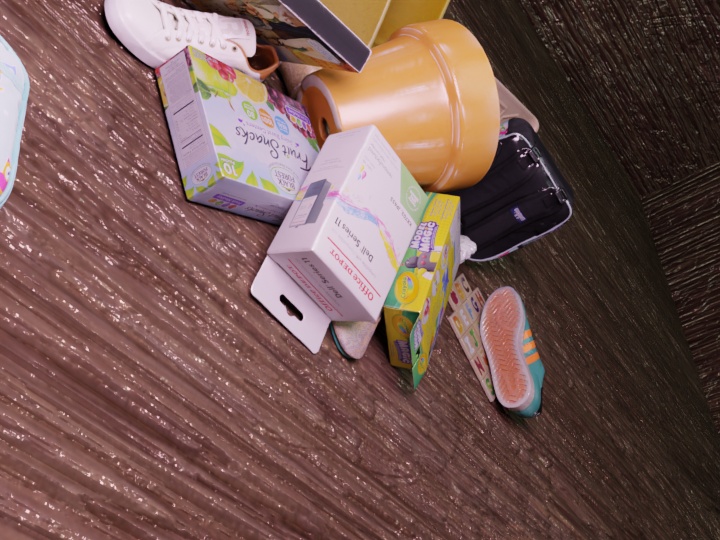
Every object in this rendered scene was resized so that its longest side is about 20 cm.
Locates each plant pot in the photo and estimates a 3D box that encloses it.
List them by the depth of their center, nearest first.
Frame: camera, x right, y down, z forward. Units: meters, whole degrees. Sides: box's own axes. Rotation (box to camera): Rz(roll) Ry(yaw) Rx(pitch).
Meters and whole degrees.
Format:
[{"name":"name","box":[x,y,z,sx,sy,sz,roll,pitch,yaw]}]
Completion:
[{"name":"plant pot","box":[0.031,-0.177,0.959,0.182,0.200,0.202,-16,77,-24]},{"name":"plant pot","box":[0.005,-0.416,1.150,0.199,0.197,0.194,31,19,18]}]

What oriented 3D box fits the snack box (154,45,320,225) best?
[{"name":"snack box","box":[-0.109,-0.125,0.836,0.199,0.053,0.144,12,57,-59]}]

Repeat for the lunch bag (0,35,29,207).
[{"name":"lunch bag","box":[-0.289,-0.116,0.460,0.200,0.077,0.162,38,36,-42]}]

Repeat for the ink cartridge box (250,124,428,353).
[{"name":"ink cartridge box","box":[-0.016,-0.029,0.818,0.117,0.067,0.201,47,55,-36]}]

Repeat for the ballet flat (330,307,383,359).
[{"name":"ballet flat","box":[0.000,0.000,0.908,0.068,0.067,0.202,35,38,-42]}]

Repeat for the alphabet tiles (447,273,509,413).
[{"name":"alphabet tiles","box":[0.184,0.105,1.224,0.201,0.006,0.166,63,26,-2]}]

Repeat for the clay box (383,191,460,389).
[{"name":"clay box","box":[0.070,0.022,0.942,0.116,0.047,0.201,81,26,-49]}]

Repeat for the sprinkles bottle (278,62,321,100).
[{"name":"sprinkles bottle","box":[-0.089,-0.305,1.024,0.068,0.068,0.202,0,67,-62]}]

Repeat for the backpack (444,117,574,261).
[{"name":"backpack","box":[0.203,-0.119,1.252,0.178,0.199,0.151,52,23,-15]}]

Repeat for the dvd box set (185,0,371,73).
[{"name":"dvd box set","box":[-0.099,-0.263,0.848,0.199,0.030,0.146,24,-7,47]}]

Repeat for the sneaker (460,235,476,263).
[{"name":"sneaker","box":[0.101,-0.030,1.129,0.081,0.075,0.200,55,25,4]}]

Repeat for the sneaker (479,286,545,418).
[{"name":"sneaker","box":[0.226,0.123,1.210,0.080,0.071,0.202,42,38,-45]}]

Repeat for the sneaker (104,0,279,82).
[{"name":"sneaker","box":[-0.158,-0.236,0.814,0.199,0.084,0.074,12,57,-57]}]

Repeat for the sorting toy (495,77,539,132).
[{"name":"sorting toy","box":[0.182,-0.212,1.330,0.199,0.185,0.037,23,23,-51]}]
